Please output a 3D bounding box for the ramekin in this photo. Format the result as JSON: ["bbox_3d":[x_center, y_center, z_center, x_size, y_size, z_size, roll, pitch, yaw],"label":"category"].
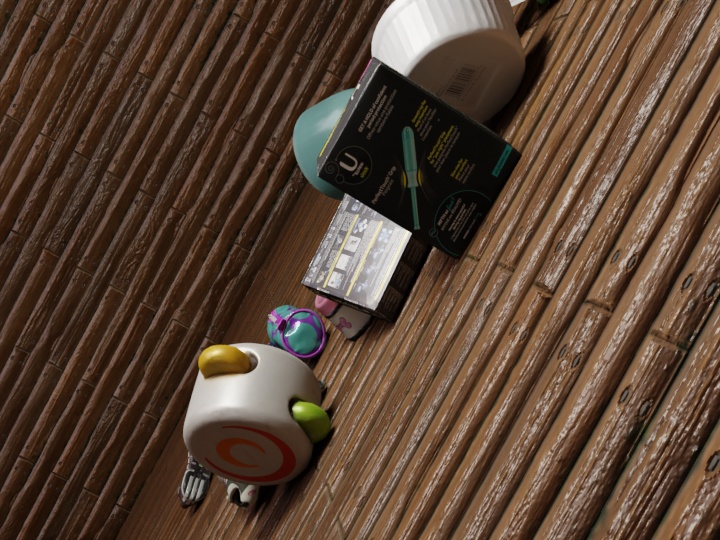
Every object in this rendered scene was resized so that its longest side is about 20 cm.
[{"bbox_3d":[0.120,-0.275,1.289,0.201,0.197,0.099,-52,43,41],"label":"ramekin"}]

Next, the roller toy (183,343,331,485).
[{"bbox_3d":[-0.149,0.195,1.370,0.183,0.197,0.141,124,162,-45],"label":"roller toy"}]

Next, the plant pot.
[{"bbox_3d":[-0.006,-0.259,1.908,0.160,0.200,0.203,-26,34,49],"label":"plant pot"}]

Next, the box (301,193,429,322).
[{"bbox_3d":[0.021,-0.045,1.368,0.160,0.049,0.203,16,76,47],"label":"box"}]

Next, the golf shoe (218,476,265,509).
[{"bbox_3d":[-0.193,0.330,1.551,0.200,0.076,0.090,137,151,-63],"label":"golf shoe"}]

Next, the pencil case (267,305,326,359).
[{"bbox_3d":[-0.116,0.108,1.741,0.086,0.091,0.200,-62,11,-7],"label":"pencil case"}]

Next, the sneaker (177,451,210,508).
[{"bbox_3d":[-0.358,0.427,2.148,0.116,0.075,0.202,-55,13,47],"label":"sneaker"}]

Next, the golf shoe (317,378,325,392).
[{"bbox_3d":[-0.115,0.200,1.550,0.200,0.076,0.090,164,127,-77],"label":"golf shoe"}]

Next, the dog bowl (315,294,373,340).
[{"bbox_3d":[0.000,0.000,1.500,0.202,0.073,0.201,-58,10,17],"label":"dog bowl"}]

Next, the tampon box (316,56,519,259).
[{"bbox_3d":[0.064,-0.139,1.192,0.151,0.198,0.126,-58,11,11],"label":"tampon box"}]

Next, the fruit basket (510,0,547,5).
[{"bbox_3d":[0.229,-0.452,1.427,0.199,0.093,0.188,-5,55,55],"label":"fruit basket"}]
